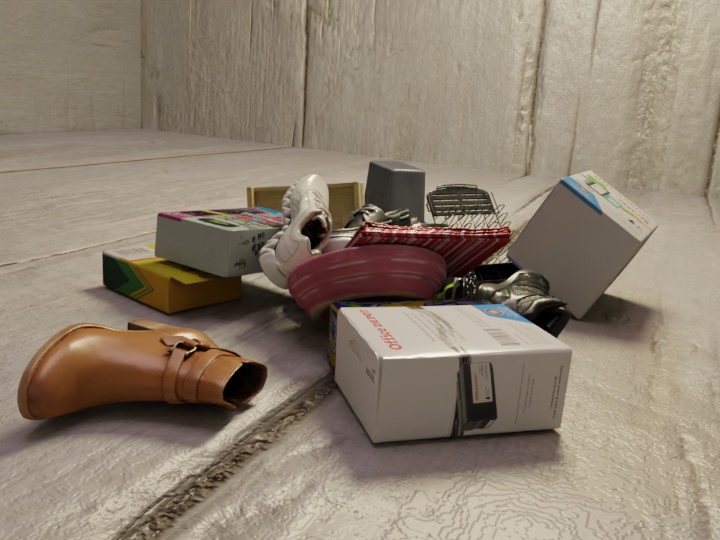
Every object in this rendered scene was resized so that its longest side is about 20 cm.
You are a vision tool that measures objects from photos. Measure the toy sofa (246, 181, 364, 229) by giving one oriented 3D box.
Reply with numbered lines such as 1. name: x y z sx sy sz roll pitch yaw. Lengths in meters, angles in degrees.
1. toy sofa: -0.090 -0.101 1.247 0.194 0.086 0.098 -3 3 4

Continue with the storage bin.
1. storage bin: 0.066 -0.166 1.648 0.141 0.138 0.200 0 14 -19

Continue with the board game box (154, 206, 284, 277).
1. board game box: -0.163 -0.044 1.038 0.145 0.066 0.198 15 13 33

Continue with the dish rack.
1. dish rack: 0.194 -0.062 1.223 0.150 0.205 0.055 -3 -27 -28

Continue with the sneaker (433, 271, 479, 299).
1. sneaker: 0.126 0.040 1.054 0.081 0.073 0.201 -28 13 14

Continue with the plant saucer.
1. plant saucer: 0.010 0.026 0.904 0.194 0.052 0.201 -5 -19 -2

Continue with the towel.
1. towel: 0.068 -0.021 0.897 0.194 0.023 0.145 0 -20 -20

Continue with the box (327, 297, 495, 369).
1. box: 0.063 0.074 0.838 0.194 0.072 0.064 0 14 -18

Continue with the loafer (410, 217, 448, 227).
1. loafer: 0.075 -0.045 1.250 0.194 0.076 0.071 0 52 -17

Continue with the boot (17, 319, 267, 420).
1. boot: -0.189 0.103 0.678 0.152 0.079 0.199 15 10 22

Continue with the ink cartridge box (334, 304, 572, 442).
1. ink cartridge box: 0.084 0.094 0.737 0.194 0.087 0.145 0 15 -18

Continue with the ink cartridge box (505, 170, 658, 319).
1. ink cartridge box: 0.346 -0.047 1.149 0.146 0.148 0.199 41 26 16

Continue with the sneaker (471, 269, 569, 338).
1. sneaker: 0.226 0.054 0.973 0.112 0.078 0.198 25 17 28

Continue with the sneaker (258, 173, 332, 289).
1. sneaker: -0.066 -0.063 0.975 0.080 0.075 0.203 -32 28 33

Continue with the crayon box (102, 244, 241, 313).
1. crayon box: -0.253 0.010 1.031 0.197 0.052 0.125 16 17 40

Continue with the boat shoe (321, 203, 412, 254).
1. boat shoe: 0.008 -0.059 1.073 0.071 0.073 0.198 -5 2 35
